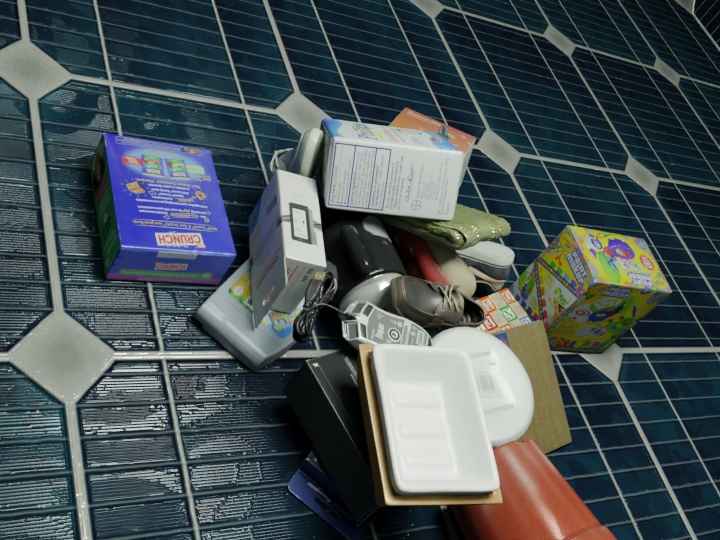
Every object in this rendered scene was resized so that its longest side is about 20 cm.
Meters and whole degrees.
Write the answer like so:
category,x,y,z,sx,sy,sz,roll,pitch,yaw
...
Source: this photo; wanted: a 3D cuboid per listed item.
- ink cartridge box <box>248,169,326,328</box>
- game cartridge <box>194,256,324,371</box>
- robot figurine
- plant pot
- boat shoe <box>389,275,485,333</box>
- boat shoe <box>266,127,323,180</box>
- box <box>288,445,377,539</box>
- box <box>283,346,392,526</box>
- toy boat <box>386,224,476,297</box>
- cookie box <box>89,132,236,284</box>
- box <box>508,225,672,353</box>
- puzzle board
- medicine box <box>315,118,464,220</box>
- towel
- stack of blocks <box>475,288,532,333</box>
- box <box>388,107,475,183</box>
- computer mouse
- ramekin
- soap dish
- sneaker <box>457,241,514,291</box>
category,x,y,z,sx,sy,sz,roll,pitch,yaw
ink cartridge box,-0.105,-0.025,1.174,0.066,0.116,0.203,13,48,-26
game cartridge,-0.134,0.049,1.202,0.133,0.041,0.201,42,41,-3
robot figurine,-0.002,0.000,1.251,0.149,0.124,0.203,8,49,-50
plant pot,0.221,0.345,1.094,0.197,0.203,0.197,-4,47,-37
boat shoe,0.113,0.044,1.189,0.198,0.072,0.076,21,53,-51
boat shoe,-0.111,-0.143,1.266,0.070,0.202,0.071,24,48,-3
box,-0.004,0.251,1.120,0.120,0.033,0.201,38,42,-1
box,0.010,0.204,1.088,0.139,0.079,0.202,-10,60,-46
toy boat,0.093,0.006,1.346,0.131,0.131,0.200,46,-3,-31
cookie box,-0.282,-0.085,1.180,0.168,0.075,0.203,5,51,-33
box,0.402,0.039,1.481,0.196,0.193,0.124,7,49,-31
puzzle board,0.266,0.191,1.328,0.148,0.017,0.205,-8,83,-42
medicine box,0.037,-0.156,1.267,0.195,0.106,0.183,6,17,-10
towel,0.121,-0.079,1.295,0.197,0.037,0.147,21,23,37
stack of blocks,0.203,0.113,1.372,0.198,0.059,0.116,-17,65,-44
box,0.099,-0.181,1.492,0.150,0.108,0.201,24,40,11
computer mouse,0.007,0.083,1.105,0.197,0.044,0.111,28,49,-13
ramekin,0.148,0.180,1.177,0.196,0.098,0.204,13,53,-17
soap dish,0.076,0.191,1.012,0.154,0.082,0.204,6,53,-23
sneaker,0.169,-0.025,1.466,0.197,0.081,0.078,25,37,23
